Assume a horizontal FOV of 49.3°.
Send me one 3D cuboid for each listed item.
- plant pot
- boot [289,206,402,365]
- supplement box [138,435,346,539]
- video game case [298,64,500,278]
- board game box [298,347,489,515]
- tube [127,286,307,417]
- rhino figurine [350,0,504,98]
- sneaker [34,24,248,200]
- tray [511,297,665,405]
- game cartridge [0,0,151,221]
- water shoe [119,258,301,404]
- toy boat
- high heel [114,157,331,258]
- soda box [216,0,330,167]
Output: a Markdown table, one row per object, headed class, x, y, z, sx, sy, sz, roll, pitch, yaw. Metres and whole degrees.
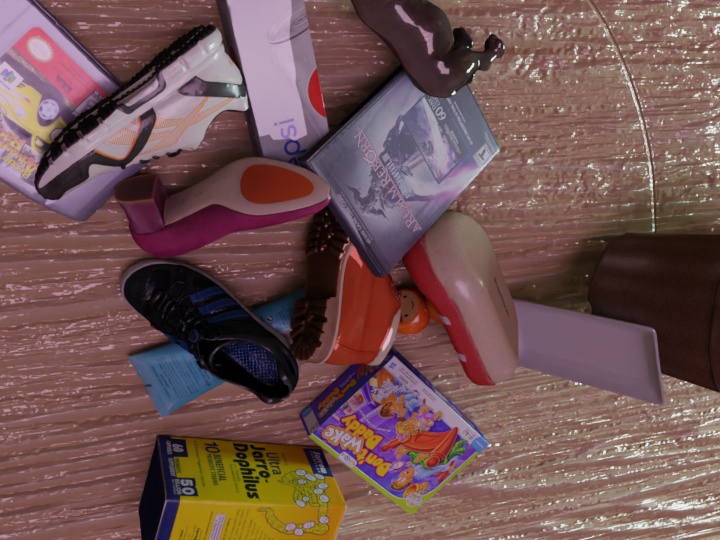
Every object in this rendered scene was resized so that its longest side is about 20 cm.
| class | x | y | z | sx | sy | sz | roll | pitch | yaw |
| --- | --- | --- | --- | --- | --- | --- | --- | --- | --- |
| plant pot | 0.375 | 0.042 | 0.870 | 0.200 | 0.198 | 0.201 | -11 | 106 | -44 |
| boot | 0.000 | 0.000 | 0.798 | 0.107 | 0.075 | 0.201 | 15 | 86 | -34 |
| supplement box | -0.134 | 0.266 | 0.873 | 0.199 | 0.109 | 0.110 | 10 | 111 | -24 |
| video game case | 0.046 | -0.112 | 0.761 | 0.200 | 0.019 | 0.143 | -47 | 122 | -22 |
| board game box | 0.044 | 0.190 | 0.937 | 0.134 | 0.045 | 0.200 | -43 | 121 | 4 |
| tube | -0.135 | 0.082 | 0.822 | 0.199 | 0.050 | 0.078 | -25 | 106 | -3 |
| rhino figurine | 0.037 | -0.241 | 0.704 | 0.200 | 0.060 | 0.088 | 46 | 70 | -15 |
| sneaker | -0.180 | -0.115 | 0.655 | 0.200 | 0.074 | 0.080 | -36 | 123 | 0 |
| tray | 0.246 | 0.082 | 0.887 | 0.022 | 0.200 | 0.108 | -42 | 127 | -32 |
| game cartridge | -0.278 | -0.140 | 0.670 | 0.133 | 0.041 | 0.200 | -40 | 121 | 7 |
| water shoe | -0.143 | 0.055 | 0.756 | 0.200 | 0.079 | 0.072 | 31 | 98 | -7 |
| toy boat | 0.088 | 0.035 | 0.850 | 0.130 | 0.131 | 0.200 | -14 | 123 | 21 |
| high heel | -0.118 | -0.050 | 0.722 | 0.199 | 0.068 | 0.096 | 2 | 147 | 12 |
| soda box | -0.074 | -0.163 | 0.714 | 0.068 | 0.063 | 0.201 | -17 | 119 | -12 |
